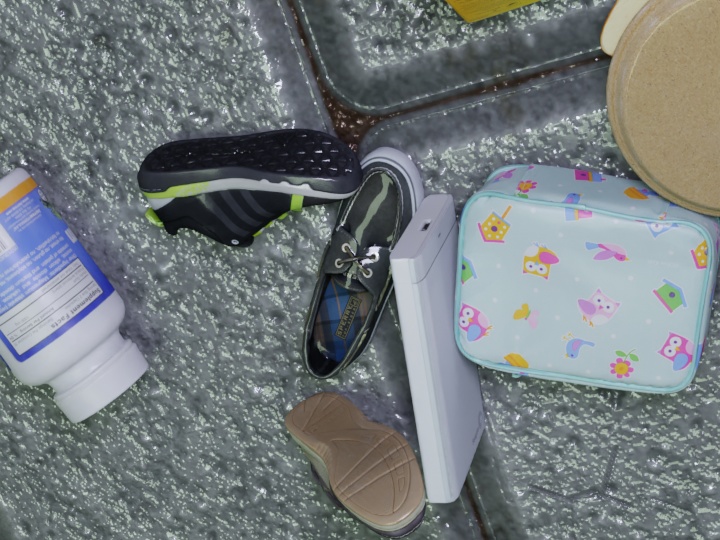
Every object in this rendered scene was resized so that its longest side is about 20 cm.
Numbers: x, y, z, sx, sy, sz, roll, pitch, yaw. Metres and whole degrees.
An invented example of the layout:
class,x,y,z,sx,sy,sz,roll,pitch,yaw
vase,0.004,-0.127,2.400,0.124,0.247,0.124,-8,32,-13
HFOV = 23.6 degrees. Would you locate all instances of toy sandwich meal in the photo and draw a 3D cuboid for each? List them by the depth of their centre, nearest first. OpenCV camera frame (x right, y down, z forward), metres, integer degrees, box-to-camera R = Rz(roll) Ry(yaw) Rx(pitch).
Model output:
class,x,y,z,sx,sy,sz,roll,pitch,yaw
toy sandwich meal,0.261,-0.134,1.217,0.203,0.070,0.207,4,116,9

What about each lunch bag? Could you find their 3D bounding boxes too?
class,x,y,z,sx,sy,sz,roll,pitch,yaw
lunch bag,0.167,0.010,1.305,0.198,0.077,0.162,9,117,16

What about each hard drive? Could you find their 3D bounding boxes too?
class,x,y,z,sx,sy,sz,roll,pitch,yaw
hard drive,0.062,0.059,1.332,0.026,0.132,0.202,-2,112,16

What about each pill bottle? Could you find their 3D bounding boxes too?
class,x,y,z,sx,sy,sz,roll,pitch,yaw
pill bottle,-0.268,0.025,1.448,0.112,0.112,0.201,-31,101,28

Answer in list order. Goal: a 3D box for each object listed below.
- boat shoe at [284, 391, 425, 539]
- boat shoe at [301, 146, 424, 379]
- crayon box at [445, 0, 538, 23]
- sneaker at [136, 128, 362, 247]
class,x,y,z,sx,sy,sz,roll,pitch,yaw
boat shoe,0.003,0.164,1.392,0.072,0.200,0.065,-35,122,-13
boat shoe,0.000,0.000,1.372,0.068,0.057,0.201,21,119,10
crayon box,0.135,-0.239,1.151,0.199,0.119,0.059,-16,70,22
sneaker,-0.084,-0.061,1.378,0.198,0.072,0.083,2,126,25
